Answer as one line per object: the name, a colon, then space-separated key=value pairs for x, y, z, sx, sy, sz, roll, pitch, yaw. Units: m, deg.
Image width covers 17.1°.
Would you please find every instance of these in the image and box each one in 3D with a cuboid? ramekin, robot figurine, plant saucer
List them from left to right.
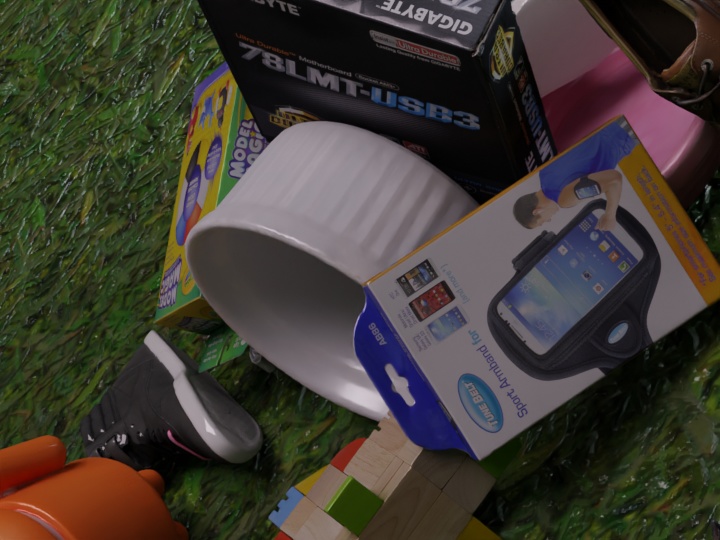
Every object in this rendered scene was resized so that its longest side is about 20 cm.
robot figurine: x=-0.196 y=0.190 z=1.543 sx=0.116 sy=0.200 sz=0.145 roll=18 pitch=114 yaw=26
ramekin: x=0.000 y=0.000 z=1.469 sx=0.200 sy=0.201 sz=0.098 roll=0 pitch=50 yaw=52
plant saucer: x=0.159 y=-0.084 z=1.487 sx=0.200 sy=0.051 sz=0.201 roll=-33 pitch=36 yaw=28

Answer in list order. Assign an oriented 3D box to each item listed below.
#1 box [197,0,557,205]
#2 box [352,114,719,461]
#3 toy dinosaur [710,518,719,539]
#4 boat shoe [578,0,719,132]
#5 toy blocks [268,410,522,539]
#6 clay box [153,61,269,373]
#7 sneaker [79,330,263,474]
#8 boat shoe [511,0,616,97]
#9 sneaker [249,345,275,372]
box: x=0.010 y=-0.118 z=1.407 sx=0.199 sy=0.199 sz=0.050 roll=19 pitch=70 yaw=22
box: x=0.096 y=0.016 z=1.347 sx=0.199 sy=0.120 sz=0.041 roll=-34 pitch=1 yaw=-7
toy dinosaur: x=0.237 y=0.119 z=1.152 sx=0.135 sy=0.086 sz=0.201 roll=-4 pitch=48 yaw=59
boat shoe: x=0.192 y=-0.116 z=1.353 sx=0.068 sy=0.200 sz=0.072 roll=-34 pitch=-17 yaw=-50
toy blocks: x=-0.005 y=0.156 z=1.424 sx=0.201 sy=0.100 sz=0.137 roll=-53 pitch=20 yaw=-5
clay box: x=-0.093 y=-0.038 z=1.616 sx=0.115 sy=0.047 sz=0.202 roll=153 pitch=129 yaw=-67
sneaker: x=-0.132 y=0.117 z=1.638 sx=0.099 sy=0.071 sz=0.200 roll=-52 pitch=25 yaw=1
boat shoe: x=0.095 y=-0.137 z=1.520 sx=0.200 sy=0.072 sz=0.069 roll=-48 pitch=31 yaw=22
sneaker: x=-0.014 y=-0.007 z=1.601 sx=0.199 sy=0.079 sz=0.130 roll=-35 pitch=36 yaw=24
